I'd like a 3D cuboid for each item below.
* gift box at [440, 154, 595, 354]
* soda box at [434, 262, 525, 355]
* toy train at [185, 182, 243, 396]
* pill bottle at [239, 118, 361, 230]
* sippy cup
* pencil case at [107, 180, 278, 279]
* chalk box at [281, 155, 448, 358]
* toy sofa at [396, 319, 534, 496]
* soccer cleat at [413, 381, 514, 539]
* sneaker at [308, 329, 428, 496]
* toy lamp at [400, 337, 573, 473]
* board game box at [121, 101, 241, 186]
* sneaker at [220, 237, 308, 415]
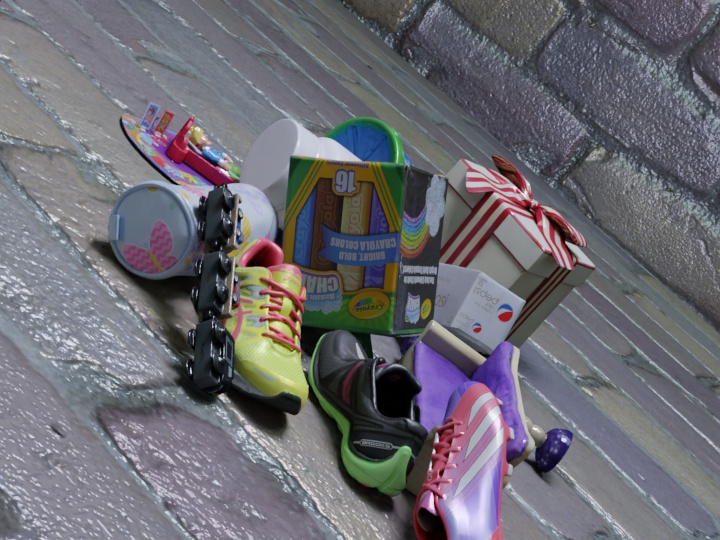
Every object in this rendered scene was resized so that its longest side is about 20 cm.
[{"bbox_3d":[0.159,-0.015,1.749,0.185,0.187,0.199,48,16,22],"label":"gift box"},{"bbox_3d":[0.095,0.036,1.556,0.063,0.069,0.200,32,-6,-19],"label":"soda box"},{"bbox_3d":[-0.112,0.013,1.165,0.046,0.034,0.202,54,27,-46],"label":"toy train"},{"bbox_3d":[-0.030,-0.074,1.603,0.199,0.114,0.114,35,13,-33],"label":"pill bottle"},{"bbox_3d":[0.019,-0.104,1.842,0.130,0.139,0.179,38,21,-52],"label":"sippy cup"},{"bbox_3d":[-0.145,-0.038,1.297,0.090,0.084,0.200,20,9,16],"label":"pencil case"},{"bbox_3d":[0.000,0.000,1.387,0.122,0.203,0.125,7,1,22],"label":"chalk box"},{"bbox_3d":[0.087,0.121,1.297,0.082,0.098,0.201,34,22,-14],"label":"toy sofa"},{"bbox_3d":[0.074,0.165,1.125,0.076,0.067,0.202,17,49,-18],"label":"soccer cleat"},{"bbox_3d":[0.014,0.108,1.230,0.076,0.084,0.201,30,16,-31],"label":"sneaker"},{"bbox_3d":[0.128,0.129,1.504,0.199,0.058,0.058,36,14,-5],"label":"toy lamp"},{"bbox_3d":[-0.167,-0.126,1.601,0.199,0.039,0.158,18,24,-53],"label":"board game box"},{"bbox_3d":[-0.079,0.039,1.204,0.078,0.091,0.201,30,18,-34],"label":"sneaker"}]
